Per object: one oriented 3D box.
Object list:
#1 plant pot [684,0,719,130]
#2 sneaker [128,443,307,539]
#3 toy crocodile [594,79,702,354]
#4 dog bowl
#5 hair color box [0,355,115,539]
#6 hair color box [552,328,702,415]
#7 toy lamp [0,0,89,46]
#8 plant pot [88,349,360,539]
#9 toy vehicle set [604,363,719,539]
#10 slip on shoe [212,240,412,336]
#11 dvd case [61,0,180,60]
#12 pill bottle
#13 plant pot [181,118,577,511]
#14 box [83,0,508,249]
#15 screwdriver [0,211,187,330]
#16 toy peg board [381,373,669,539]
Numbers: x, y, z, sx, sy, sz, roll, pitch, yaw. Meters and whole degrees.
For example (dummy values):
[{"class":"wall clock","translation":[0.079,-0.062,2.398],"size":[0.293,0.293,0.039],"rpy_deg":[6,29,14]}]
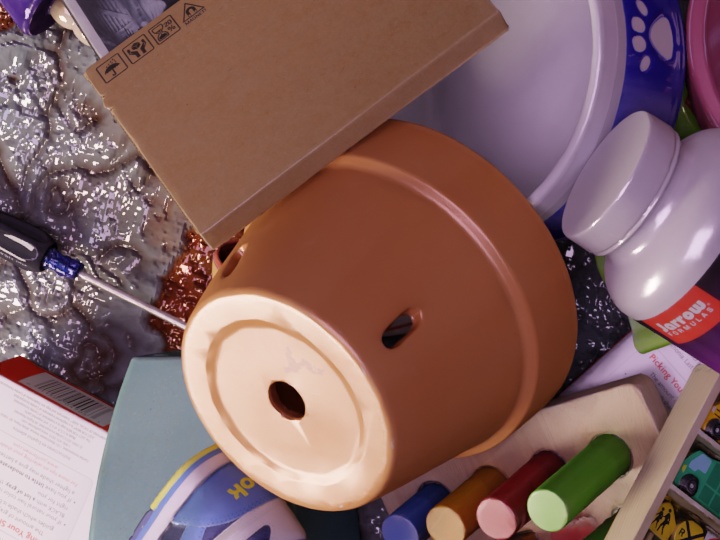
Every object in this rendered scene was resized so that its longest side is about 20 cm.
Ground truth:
[{"class":"plant pot","translation":[0.273,-0.134,1.225],"size":[0.200,0.179,0.200],"rpy_deg":[-1,80,6]},{"class":"sneaker","translation":[-0.105,0.196,1.301],"size":[0.082,0.074,0.200],"rpy_deg":[34,98,13]},{"class":"toy crocodile","translation":[0.162,-0.051,1.326],"size":[0.067,0.062,0.200],"rpy_deg":[-17,64,38]},{"class":"dog bowl","translation":[0.083,-0.115,1.313],"size":[0.200,0.079,0.200],"rpy_deg":[-3,86,45]},{"class":"hair color box","translation":[-0.219,0.169,1.478],"size":[0.111,0.064,0.200],"rpy_deg":[27,100,10]},{"class":"hair color box","translation":[0.204,0.059,1.350],"size":[0.200,0.061,0.102],"rpy_deg":[-43,83,16]},{"class":"toy lamp","translation":[-0.148,-0.134,1.433],"size":[0.200,0.058,0.058],"rpy_deg":[40,104,10]},{"class":"plant pot","translation":[-0.079,0.148,1.400],"size":[0.141,0.141,0.200],"rpy_deg":[0,91,16]},{"class":"toy vehicle set","translation":[0.232,0.156,1.288],"size":[0.200,0.027,0.124],"rpy_deg":[37,72,-24]},{"class":"slip on shoe","translation":[0.000,0.000,1.392],"size":[0.200,0.074,0.061],"rpy_deg":[-7,117,21]},{"class":"dvd case","translation":[-0.083,-0.152,1.355],"size":[0.150,0.025,0.200],"rpy_deg":[-34,58,0]},{"class":"pill bottle","translation":[0.208,0.001,1.222],"size":[0.200,0.112,0.112],"rpy_deg":[31,104,-14]},{"class":"plant pot","translation":[-0.003,0.037,1.263],"size":[0.200,0.140,0.200],"rpy_deg":[21,131,27]},{"class":"box","translation":[-0.039,-0.120,1.282],"size":[0.200,0.021,0.164],"rpy_deg":[-37,49,-2]},{"class":"screwdriver","translation":[-0.161,0.006,1.464],"size":[0.200,0.028,0.029],"rpy_deg":[22,129,14]},{"class":"toy peg board","translation":[0.102,0.188,1.328],"size":[0.199,0.098,0.200],"rpy_deg":[-20,97,36]}]
